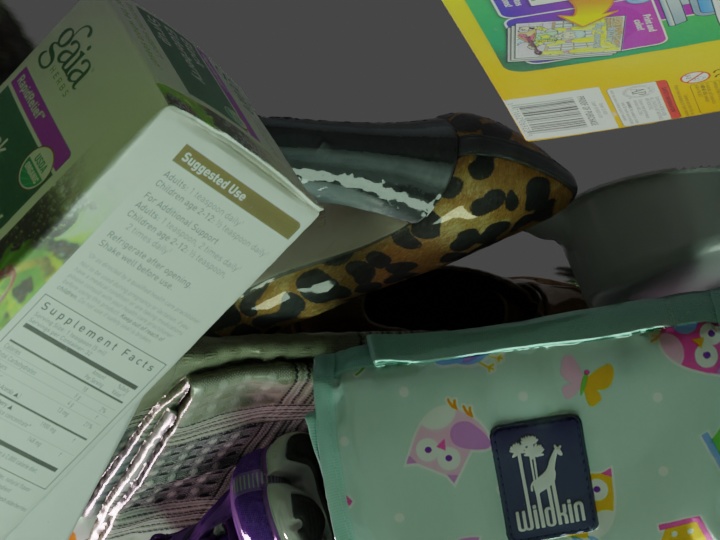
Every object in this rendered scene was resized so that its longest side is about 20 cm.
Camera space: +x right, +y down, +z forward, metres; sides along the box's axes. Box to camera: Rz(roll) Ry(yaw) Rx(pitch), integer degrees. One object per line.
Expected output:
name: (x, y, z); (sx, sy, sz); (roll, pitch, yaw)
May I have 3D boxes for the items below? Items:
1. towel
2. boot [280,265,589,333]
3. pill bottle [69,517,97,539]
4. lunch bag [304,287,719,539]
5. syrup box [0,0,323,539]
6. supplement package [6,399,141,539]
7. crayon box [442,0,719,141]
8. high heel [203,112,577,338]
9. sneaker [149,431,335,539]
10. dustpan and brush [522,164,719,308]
towel: (-0.031, 0.077, 0.987); (0.199, 0.035, 0.193); (1, 155, -24)
boot: (0.064, 0.031, 1.029); (0.200, 0.074, 0.075); (7, 166, -35)
pill bottle: (-0.221, 0.084, 1.083); (0.199, 0.110, 0.110); (-4, 162, -2)
lunch bag: (0.074, 0.094, 0.907); (0.170, 0.122, 0.200); (-8, 135, 4)
syrup box: (-0.116, 0.011, 0.764); (0.200, 0.079, 0.081); (-46, 133, 12)
supplement package: (-0.200, 0.069, 0.909); (0.155, 0.111, 0.200); (8, 127, -32)
crayon box: (0.082, -0.104, 0.657); (0.118, 0.058, 0.200); (-9, 161, 13)
high heel: (0.000, 0.000, 0.933); (0.142, 0.072, 0.200); (5, 153, -10)
sneaker: (-0.055, 0.131, 0.973); (0.083, 0.081, 0.200); (-2, 154, -11)
dustpan and brush: (0.109, -0.015, 0.966); (0.199, 0.057, 0.140); (-7, 162, -14)
